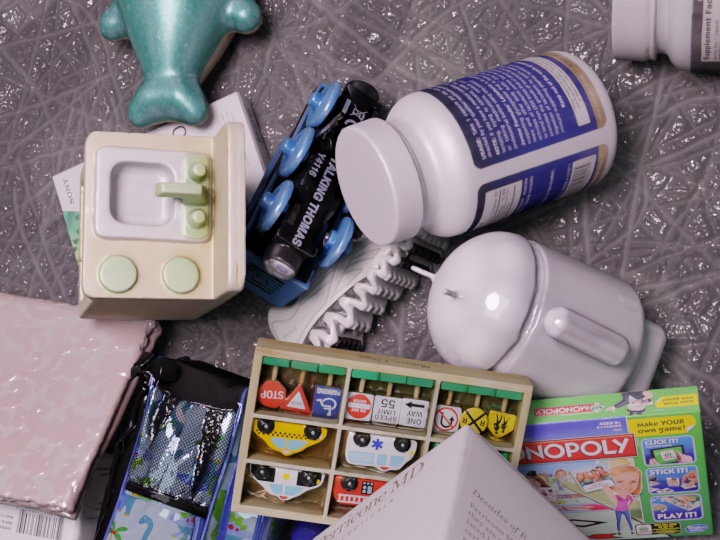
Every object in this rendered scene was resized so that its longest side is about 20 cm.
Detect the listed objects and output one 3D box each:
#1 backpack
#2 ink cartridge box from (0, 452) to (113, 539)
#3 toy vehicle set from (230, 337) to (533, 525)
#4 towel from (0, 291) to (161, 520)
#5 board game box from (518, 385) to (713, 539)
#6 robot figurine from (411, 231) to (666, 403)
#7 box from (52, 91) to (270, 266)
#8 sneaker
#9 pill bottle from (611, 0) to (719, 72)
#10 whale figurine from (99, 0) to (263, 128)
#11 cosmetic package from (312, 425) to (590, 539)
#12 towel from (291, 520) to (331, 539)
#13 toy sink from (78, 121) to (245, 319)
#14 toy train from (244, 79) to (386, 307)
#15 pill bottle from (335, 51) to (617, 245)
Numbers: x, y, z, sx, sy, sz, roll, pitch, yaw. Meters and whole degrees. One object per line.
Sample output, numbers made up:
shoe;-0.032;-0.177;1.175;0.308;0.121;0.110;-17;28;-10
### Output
backpack;-0.128;0.182;0.945;0.147;0.183;0.200;19;85;4
ink cartridge box;-0.299;0.253;1.035;0.146;0.084;0.200;7;83;16
toy vehicle set;0.014;0.124;0.847;0.200;0.027;0.124;8;101;-3
towel;-0.293;0.109;1.016;0.200;0.032;0.191;8;59;18
board game box;0.162;0.154;0.901;0.200;0.135;0.029;-7;37;15
robot figurine;0.135;0.040;0.899;0.200;0.170;0.113;22;84;-22
box;-0.172;-0.057;1.069;0.200;0.036;0.144;-23;76;13
sneaker;0.000;0.000;0.996;0.200;0.075;0.081;-47;64;5
pill bottle;0.300;-0.211;0.915;0.200;0.114;0.114;4;83;17
whale figurine;-0.168;-0.228;1.048;0.159;0.104;0.200;2;73;16
cosmetic package;0.056;0.247;0.748;0.166;0.200;0.167;43;117;-10
towel;-0.007;0.263;0.883;0.148;0.200;0.050;39;120;-5
toy sink;-0.166;-0.035;0.929;0.112;0.200;0.130;1;82;-19
toy train;-0.043;-0.069;0.976;0.087;0.114;0.200;32;60;-17
pill bottle;0.089;-0.093;0.913;0.200;0.116;0.116;-20;74;-23
